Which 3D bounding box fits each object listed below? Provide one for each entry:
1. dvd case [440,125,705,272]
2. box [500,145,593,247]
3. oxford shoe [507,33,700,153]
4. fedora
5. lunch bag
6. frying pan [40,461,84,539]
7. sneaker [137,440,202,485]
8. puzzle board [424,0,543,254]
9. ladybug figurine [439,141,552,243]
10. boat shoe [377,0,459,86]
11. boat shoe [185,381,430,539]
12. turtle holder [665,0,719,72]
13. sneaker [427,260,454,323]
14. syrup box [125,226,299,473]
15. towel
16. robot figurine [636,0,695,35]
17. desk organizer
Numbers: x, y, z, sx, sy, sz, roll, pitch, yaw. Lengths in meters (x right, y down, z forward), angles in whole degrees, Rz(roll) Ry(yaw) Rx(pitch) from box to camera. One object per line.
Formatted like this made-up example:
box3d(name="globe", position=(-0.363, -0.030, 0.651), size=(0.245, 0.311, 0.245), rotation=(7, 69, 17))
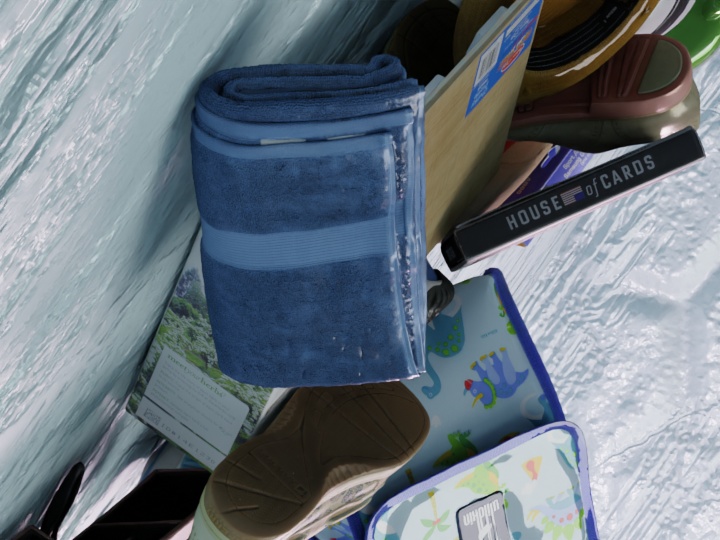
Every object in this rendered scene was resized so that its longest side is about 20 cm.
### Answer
box3d(name="dvd case", position=(0.122, -0.041, 1.492), size=(0.150, 0.025, 0.200), rotation=(-24, 179, -1))
box3d(name="box", position=(0.103, -0.079, 1.749), size=(0.119, 0.041, 0.200), rotation=(-53, -155, -10))
box3d(name="oxford shoe", position=(0.114, -0.098, 1.551), size=(0.074, 0.200, 0.071), rotation=(60, 38, -50))
box3d(name="fedora", position=(0.108, -0.188, 1.435), size=(0.200, 0.082, 0.201), rotation=(-32, 150, -21))
box3d(name="lunch bag", position=(0.045, 0.123, 1.591), size=(0.170, 0.200, 0.127), rotation=(-23, 178, -21))
box3d(name="frying pan", position=(-0.192, 0.186, 1.499), size=(0.190, 0.031, 0.115), rotation=(-54, 173, 14))
box3d(name="sneaker", position=(-0.093, 0.111, 1.649), size=(0.081, 0.077, 0.200), rotation=(-32, -168, 38))
box3d(name="puzzle board", position=(0.037, -0.057, 1.348), size=(0.200, 0.017, 0.151), rotation=(-49, 160, -41))
box3d(name="ladybug figurine", position=(0.074, -0.096, 1.652), size=(0.136, 0.072, 0.200), rotation=(-24, -158, 42))
box3d(name="boat shoe", position=(0.017, -0.092, 1.467), size=(0.065, 0.073, 0.200), rotation=(-30, -162, 36))
box3d(name="boat shoe", position=(-0.034, 0.115, 1.429), size=(0.200, 0.073, 0.063), rotation=(-26, 159, -50))
box3d(name="turtle holder", position=(0.194, -0.184, 1.838), size=(0.186, 0.141, 0.132), rotation=(-56, 173, -4))
box3d(name="sneaker", position=(0.000, 0.000, 1.475), size=(0.076, 0.077, 0.200), rotation=(-42, -163, 0))
box3d(name="syrup box", position=(-0.059, 0.022, 1.408), size=(0.081, 0.079, 0.200), rotation=(-47, 168, -44))
box3d(name="towel", position=(-0.023, -0.018, 1.218), size=(0.200, 0.111, 0.049), rotation=(88, -4, -48))
box3d(name="robot figurine", position=(0.155, -0.201, 1.610), size=(0.125, 0.150, 0.200), rotation=(-39, 177, 16))
box3d(name="desk organizer", position=(-0.149, 0.173, 1.428), size=(0.200, 0.072, 0.077), rotation=(-38, 149, -46))
